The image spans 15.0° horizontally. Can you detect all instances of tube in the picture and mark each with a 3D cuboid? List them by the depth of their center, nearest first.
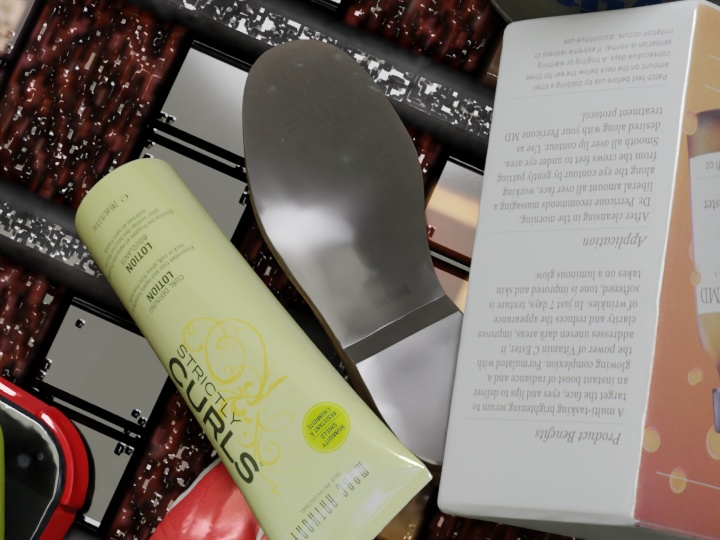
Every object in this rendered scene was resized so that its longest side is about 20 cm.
[{"bbox_3d":[-0.049,0.037,1.122,0.052,0.058,0.200,-22,59,-25],"label":"tube"}]

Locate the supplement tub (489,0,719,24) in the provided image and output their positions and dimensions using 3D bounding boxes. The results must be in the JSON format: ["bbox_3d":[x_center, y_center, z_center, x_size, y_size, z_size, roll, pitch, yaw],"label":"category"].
[{"bbox_3d":[0.106,-0.166,1.105,0.131,0.200,0.133,-1,80,3],"label":"supplement tub"}]

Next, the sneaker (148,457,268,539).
[{"bbox_3d":[-0.080,0.151,1.121,0.077,0.085,0.200,39,85,7],"label":"sneaker"}]

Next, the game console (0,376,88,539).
[{"bbox_3d":[-0.234,0.101,1.168,0.200,0.031,0.177,30,89,8],"label":"game console"}]

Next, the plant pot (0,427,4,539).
[{"bbox_3d":[-0.243,0.138,1.042,0.198,0.181,0.201,-2,84,26],"label":"plant pot"}]

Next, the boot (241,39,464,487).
[{"bbox_3d":[0.000,0.000,1.147,0.073,0.075,0.201,-20,75,-9],"label":"boot"}]

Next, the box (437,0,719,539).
[{"bbox_3d":[0.131,0.012,1.087,0.106,0.152,0.201,-2,77,47],"label":"box"}]
